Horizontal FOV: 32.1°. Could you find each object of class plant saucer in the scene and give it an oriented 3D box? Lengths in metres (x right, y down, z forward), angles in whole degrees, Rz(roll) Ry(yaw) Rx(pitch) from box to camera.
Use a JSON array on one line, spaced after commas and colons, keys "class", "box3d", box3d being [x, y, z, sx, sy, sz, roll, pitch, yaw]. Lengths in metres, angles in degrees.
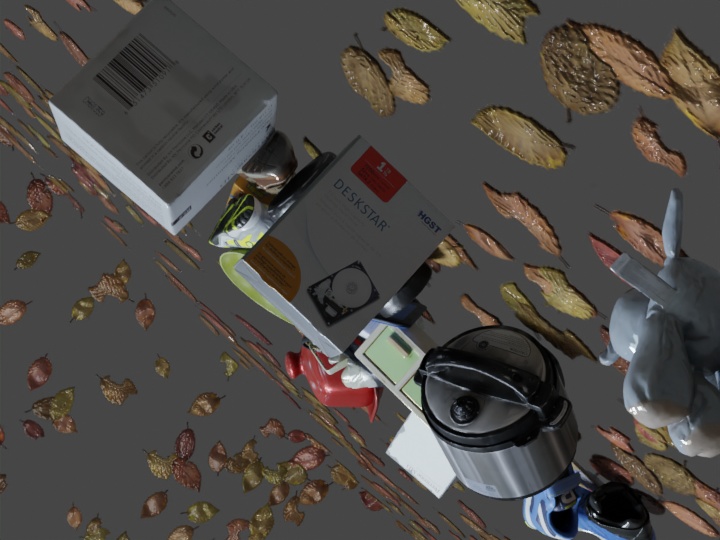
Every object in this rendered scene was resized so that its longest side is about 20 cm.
[{"class": "plant saucer", "box3d": [-0.109, 0.024, 1.793, 0.200, 0.031, 0.200, 28, 159, 12]}]

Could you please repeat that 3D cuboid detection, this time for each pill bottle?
[{"class": "pill bottle", "box3d": [-0.009, -0.040, 1.541, 0.200, 0.112, 0.112, 46, 166, -12]}]

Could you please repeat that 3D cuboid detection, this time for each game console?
[{"class": "game console", "box3d": [0.000, 0.000, 1.687, 0.200, 0.118, 0.171, -31, -76, -79]}]

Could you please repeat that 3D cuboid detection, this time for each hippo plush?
[{"class": "hippo plush", "box3d": [0.256, 0.068, 1.048, 0.200, 0.159, 0.161, 43, 166, -4]}]

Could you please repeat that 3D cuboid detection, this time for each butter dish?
[{"class": "butter dish", "box3d": [-0.045, 0.139, 1.976, 0.200, 0.148, 0.200, 97, 165, -74]}]

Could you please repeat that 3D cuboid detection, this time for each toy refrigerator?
[{"class": "toy refrigerator", "box3d": [0.093, 0.153, 1.708, 0.200, 0.076, 0.070, 45, -161, 12]}]

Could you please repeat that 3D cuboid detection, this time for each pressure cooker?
[{"class": "pressure cooker", "box3d": [0.169, 0.167, 1.530, 0.200, 0.176, 0.179, 61, -169, -46]}]

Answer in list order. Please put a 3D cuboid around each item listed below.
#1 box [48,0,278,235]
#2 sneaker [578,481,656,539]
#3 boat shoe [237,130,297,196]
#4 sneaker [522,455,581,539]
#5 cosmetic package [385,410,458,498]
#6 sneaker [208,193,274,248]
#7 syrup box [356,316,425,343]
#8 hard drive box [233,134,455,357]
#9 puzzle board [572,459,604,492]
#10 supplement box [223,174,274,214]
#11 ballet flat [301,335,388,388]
[{"class": "box", "box3d": [-0.237, -0.189, 1.532, 0.200, 0.199, 0.131, 41, 167, 5]}, {"class": "sneaker", "box3d": [0.331, 0.331, 1.779, 0.200, 0.077, 0.111, 30, 149, 41]}, {"class": "boat shoe", "box3d": [-0.114, -0.136, 1.641, 0.072, 0.076, 0.200, 43, 176, -20]}, {"class": "sneaker", "box3d": [0.267, 0.281, 1.723, 0.082, 0.074, 0.200, 34, 138, 60]}, {"class": "cosmetic package", "box3d": [0.132, 0.222, 1.816, 0.113, 0.081, 0.200, 38, 129, 14]}, {"class": "sneaker", "box3d": [-0.155, -0.055, 1.723, 0.076, 0.075, 0.200, 27, 174, -16]}, {"class": "syrup box", "box3d": [-0.007, 0.046, 1.855, 0.200, 0.081, 0.079, 33, 167, 26]}, {"class": "hard drive box", "box3d": [-0.019, -0.027, 1.427, 0.156, 0.200, 0.077, 42, 166, -4]}, {"class": "puzzle board", "box3d": [0.294, 0.283, 1.889, 0.200, 0.017, 0.151, 43, 165, -7]}, {"class": "supplement box", "box3d": [-0.152, -0.106, 1.830, 0.067, 0.069, 0.200, 40, 163, -1]}, {"class": "ballet flat", "box3d": [-0.015, 0.134, 1.837, 0.200, 0.073, 0.073, 32, 163, 37]}]
